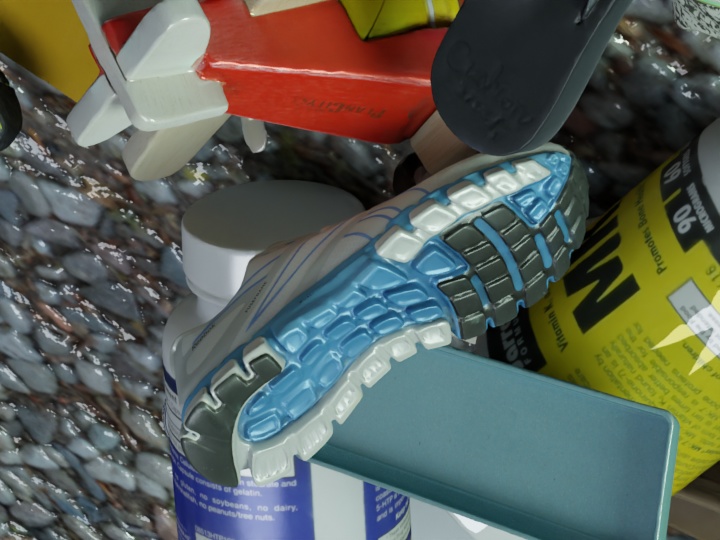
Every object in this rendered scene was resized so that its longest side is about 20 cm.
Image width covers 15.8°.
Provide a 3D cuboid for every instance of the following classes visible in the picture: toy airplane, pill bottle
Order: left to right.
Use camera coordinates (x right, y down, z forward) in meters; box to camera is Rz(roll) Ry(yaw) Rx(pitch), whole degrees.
[{"bbox_3d":[-0.032,-0.108,1.077,0.200,0.141,0.199,-13,153,12],"label":"toy airplane"},{"bbox_3d":[-0.037,0.064,1.285,0.120,0.120,0.200,11,117,27],"label":"pill bottle"},{"bbox_3d":[0.121,0.034,1.103,0.114,0.114,0.200,40,119,-15],"label":"pill bottle"}]

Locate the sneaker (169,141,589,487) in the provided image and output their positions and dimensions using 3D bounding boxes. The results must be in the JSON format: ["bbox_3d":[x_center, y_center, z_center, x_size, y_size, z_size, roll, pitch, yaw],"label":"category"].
[{"bbox_3d":[0.000,0.000,1.073,0.075,0.200,0.087,56,-178,-37],"label":"sneaker"}]

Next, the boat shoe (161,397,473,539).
[{"bbox_3d":[-0.008,0.094,1.399,0.200,0.069,0.057,18,-170,-1],"label":"boat shoe"}]

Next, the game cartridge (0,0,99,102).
[{"bbox_3d":[-0.153,-0.167,1.198,0.176,0.032,0.200,34,149,-4],"label":"game cartridge"}]

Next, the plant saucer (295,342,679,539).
[{"bbox_3d":[0.050,0.068,1.075,0.200,0.019,0.070,16,106,42],"label":"plant saucer"}]

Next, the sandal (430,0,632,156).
[{"bbox_3d":[0.080,-0.130,0.962,0.076,0.043,0.200,34,116,29],"label":"sandal"}]

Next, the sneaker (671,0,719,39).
[{"bbox_3d":[0.201,-0.093,0.992,0.200,0.077,0.089,27,157,18],"label":"sneaker"}]

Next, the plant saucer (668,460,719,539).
[{"bbox_3d":[0.202,0.124,1.234,0.200,0.030,0.200,24,172,3],"label":"plant saucer"}]

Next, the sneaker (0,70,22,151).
[{"bbox_3d":[-0.253,-0.107,1.275,0.200,0.081,0.074,32,180,17],"label":"sneaker"}]

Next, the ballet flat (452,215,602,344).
[{"bbox_3d":[0.098,0.012,1.202,0.200,0.062,0.067,-2,135,39],"label":"ballet flat"}]
